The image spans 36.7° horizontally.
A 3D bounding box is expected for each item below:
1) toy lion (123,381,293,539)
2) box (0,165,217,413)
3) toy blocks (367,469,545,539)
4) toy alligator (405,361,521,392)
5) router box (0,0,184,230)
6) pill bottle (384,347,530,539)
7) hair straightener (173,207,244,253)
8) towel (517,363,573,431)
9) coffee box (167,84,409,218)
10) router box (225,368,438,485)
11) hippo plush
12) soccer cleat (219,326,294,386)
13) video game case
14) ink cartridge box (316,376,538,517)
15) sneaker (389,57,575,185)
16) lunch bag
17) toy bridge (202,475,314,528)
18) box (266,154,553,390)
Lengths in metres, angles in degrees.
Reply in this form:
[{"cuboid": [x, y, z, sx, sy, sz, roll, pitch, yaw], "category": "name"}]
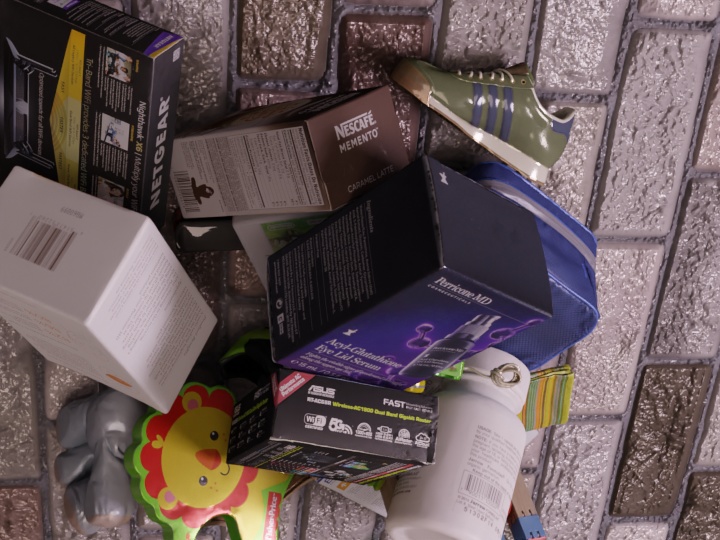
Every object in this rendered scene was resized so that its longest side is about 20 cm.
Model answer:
[{"cuboid": [-0.147, 0.219, 1.084, 0.189, 0.068, 0.204, 16, 73, -31], "category": "toy lion"}, {"cuboid": [-0.240, 0.022, 0.976, 0.150, 0.107, 0.201, 20, 158, 20], "category": "box"}, {"cuboid": [0.106, 0.254, 1.163, 0.197, 0.138, 0.101, -2, 142, -23], "category": "toy blocks"}, {"cuboid": [0.058, 0.086, 1.065, 0.196, 0.054, 0.060, 10, 94, -7], "category": "toy alligator"}, {"cuboid": [-0.244, -0.138, 0.968, 0.155, 0.052, 0.202, 24, 128, 12], "category": "router box"}, {"cuboid": [0.104, 0.183, 1.085, 0.113, 0.202, 0.115, 16, 151, 9], "category": "pill bottle"}, {"cuboid": [-0.090, -0.029, 1.094, 0.196, 0.077, 0.042, 5, 115, -12], "category": "hair straightener"}, {"cuboid": [0.143, 0.163, 1.203, 0.197, 0.018, 0.087, -14, 128, -11], "category": "towel"}, {"cuboid": [-0.069, -0.103, 0.971, 0.114, 0.198, 0.081, -31, 112, -43], "category": "coffee box"}, {"cuboid": [-0.031, 0.149, 1.002, 0.147, 0.200, 0.063, 13, 71, -16], "category": "router box"}, {"cuboid": [-0.228, 0.182, 1.166, 0.159, 0.158, 0.204, 8, 90, -36], "category": "hippo plush"}, {"cuboid": [-0.055, 0.117, 1.110, 0.198, 0.081, 0.068, 17, 126, 29], "category": "soccer cleat"}, {"cuboid": [0.000, 0.000, 1.029, 0.197, 0.022, 0.183, -7, 136, 16], "category": "video game case"}, {"cuboid": [0.075, 0.202, 1.243, 0.196, 0.044, 0.199, -45, 127, 15], "category": "ink cartridge box"}, {"cuboid": [0.128, -0.172, 1.067, 0.199, 0.067, 0.090, 31, 99, -21], "category": "sneaker"}, {"cuboid": [0.143, -0.012, 1.110, 0.199, 0.134, 0.135, 36, 129, -23], "category": "lunch bag"}, {"cuboid": [-0.118, 0.248, 1.196, 0.199, 0.027, 0.068, -14, 133, -49], "category": "toy bridge"}, {"cuboid": [0.038, 0.013, 0.916, 0.147, 0.106, 0.199, 21, 141, -40], "category": "box"}]
